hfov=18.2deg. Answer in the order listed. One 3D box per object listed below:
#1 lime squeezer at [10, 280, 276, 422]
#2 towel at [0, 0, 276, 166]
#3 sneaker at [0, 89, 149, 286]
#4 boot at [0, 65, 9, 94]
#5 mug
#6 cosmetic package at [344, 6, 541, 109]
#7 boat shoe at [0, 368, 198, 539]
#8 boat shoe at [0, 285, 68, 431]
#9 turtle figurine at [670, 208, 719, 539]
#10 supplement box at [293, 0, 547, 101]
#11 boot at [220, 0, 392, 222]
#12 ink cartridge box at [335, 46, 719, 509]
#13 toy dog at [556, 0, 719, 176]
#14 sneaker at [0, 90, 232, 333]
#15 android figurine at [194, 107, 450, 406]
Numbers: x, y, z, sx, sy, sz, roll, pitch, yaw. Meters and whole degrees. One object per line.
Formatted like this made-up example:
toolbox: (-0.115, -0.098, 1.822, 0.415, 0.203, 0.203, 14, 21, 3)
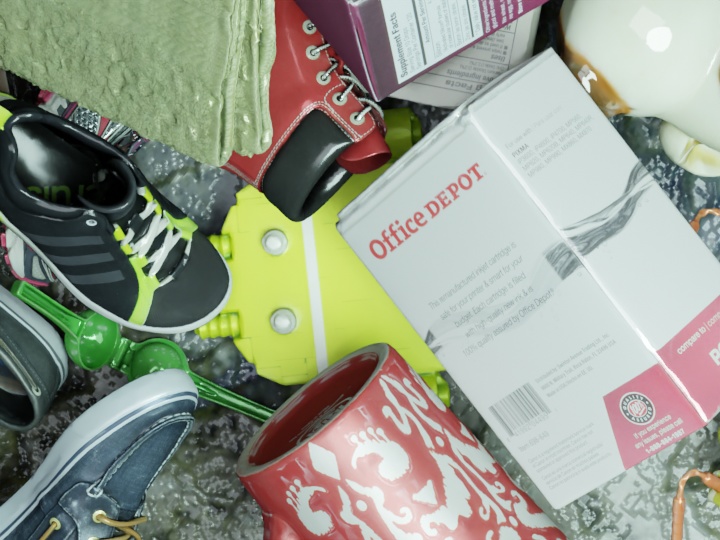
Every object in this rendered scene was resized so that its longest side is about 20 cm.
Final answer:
lime squeezer: (-0.124, 0.047, 1.291, 0.200, 0.071, 0.038, 30, 61, -28)
towel: (-0.128, -0.146, 1.162, 0.200, 0.036, 0.149, 23, 126, 23)
sneaker: (-0.149, -0.083, 1.268, 0.075, 0.081, 0.200, 22, 97, -3)
boot: (-0.276, -0.029, 1.193, 0.200, 0.064, 0.187, 4, 93, -30)
mug: (0.026, 0.161, 1.211, 0.133, 0.178, 0.200, -27, 107, 45)
cosmetic package: (0.058, -0.190, 1.242, 0.103, 0.073, 0.200, 12, 97, 3)
boat shoe: (-0.147, 0.148, 1.263, 0.200, 0.071, 0.091, -45, 64, 19)
boat shoe: (-0.248, 0.017, 1.259, 0.200, 0.057, 0.069, 37, 121, -21)
turtle figurine: (0.238, 0.070, 1.259, 0.161, 0.064, 0.201, 5, 88, -3)
supplement box: (0.057, -0.190, 1.120, 0.200, 0.086, 0.110, -31, 59, -9)
boot: (-0.019, -0.133, 1.197, 0.144, 0.072, 0.200, 32, 98, 22)
ink cartridge box: (0.100, 0.006, 1.179, 0.200, 0.085, 0.146, 51, 142, 0)
toy dog: (0.198, -0.101, 1.184, 0.200, 0.194, 0.140, 24, 111, 2)
sneaker: (-0.139, -0.026, 1.200, 0.200, 0.083, 0.072, 36, 73, -31)
android figurine: (0.000, 0.000, 1.285, 0.199, 0.041, 0.183, -4, 96, 4)
